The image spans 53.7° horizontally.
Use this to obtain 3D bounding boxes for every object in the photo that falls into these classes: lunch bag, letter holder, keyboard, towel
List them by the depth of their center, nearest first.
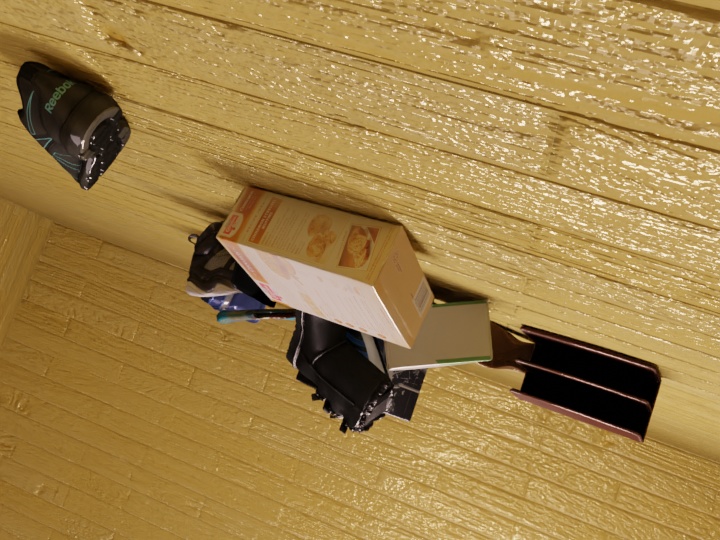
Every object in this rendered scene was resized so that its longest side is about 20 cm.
[{"bbox_3d":[-0.114,-0.016,0.969,0.104,0.040,0.200,30,146,0],"label":"keyboard"},{"bbox_3d":[0.328,0.166,1.057,0.199,0.101,0.142,16,170,30],"label":"letter holder"},{"bbox_3d":[-0.134,0.070,1.119,0.145,0.022,0.200,-1,177,-26],"label":"towel"},{"bbox_3d":[-0.264,0.025,1.497,0.131,0.137,0.200,22,172,-17],"label":"lunch bag"}]

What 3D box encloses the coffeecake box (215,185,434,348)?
[{"bbox_3d":[-0.035,-0.003,0.787,0.199,0.073,0.154,17,158,27],"label":"coffeecake box"}]

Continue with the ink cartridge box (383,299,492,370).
[{"bbox_3d":[0.105,0.098,1.039,0.144,0.088,0.200,-5,173,1],"label":"ink cartridge box"}]

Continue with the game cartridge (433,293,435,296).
[{"bbox_3d":[0.000,0.000,1.026,0.198,0.033,0.176,16,171,18],"label":"game cartridge"}]

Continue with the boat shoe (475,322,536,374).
[{"bbox_3d":[0.228,0.130,1.191,0.198,0.073,0.072,17,174,-16],"label":"boat shoe"}]

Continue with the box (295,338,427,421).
[{"bbox_3d":[0.020,0.124,1.191,0.181,0.202,0.104,23,172,-27],"label":"box"}]

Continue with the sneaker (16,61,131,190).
[{"bbox_3d":[-0.262,-0.134,0.653,0.079,0.076,0.200,35,163,-10],"label":"sneaker"}]

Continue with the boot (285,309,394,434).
[{"bbox_3d":[-0.020,0.112,0.957,0.073,0.199,0.162,-21,-129,-41],"label":"boot"}]

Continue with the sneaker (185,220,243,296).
[{"bbox_3d":[-0.180,-0.022,1.089,0.198,0.115,0.075,-6,179,16],"label":"sneaker"}]

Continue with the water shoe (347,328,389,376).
[{"bbox_3d":[-0.013,0.115,1.035,0.078,0.202,0.072,-18,-178,4],"label":"water shoe"}]
